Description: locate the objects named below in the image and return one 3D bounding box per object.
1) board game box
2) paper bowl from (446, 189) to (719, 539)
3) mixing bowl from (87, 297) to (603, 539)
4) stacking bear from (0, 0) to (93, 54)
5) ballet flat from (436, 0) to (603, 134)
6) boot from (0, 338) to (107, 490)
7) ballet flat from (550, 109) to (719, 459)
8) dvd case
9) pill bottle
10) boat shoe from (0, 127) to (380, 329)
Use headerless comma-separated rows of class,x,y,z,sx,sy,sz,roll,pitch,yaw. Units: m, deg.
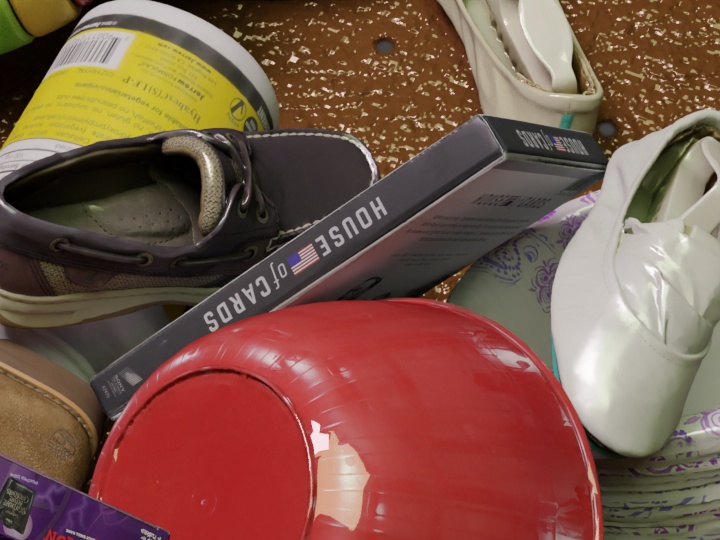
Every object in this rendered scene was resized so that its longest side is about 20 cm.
board game box,-0.172,0.086,0.698,0.120,0.200,0.032,35,61,-31
paper bowl,0.139,0.050,0.871,0.200,0.105,0.201,-12,33,8
mixing bowl,-0.025,0.092,0.719,0.200,0.108,0.201,-13,66,31
stacking bear,-0.165,-0.163,0.964,0.199,0.122,0.114,-14,36,4
ballet flat,0.076,-0.144,1.036,0.069,0.070,0.200,-14,60,-12
boot,-0.202,0.048,0.800,0.199,0.074,0.076,25,44,-9
ballet flat,0.121,-0.007,0.795,0.069,0.070,0.200,15,35,6
dvd case,0.000,0.000,0.844,0.200,0.150,0.025,-34,79,19
pill bottle,-0.123,-0.018,0.921,0.111,0.111,0.200,21,60,10
boat shoe,-0.071,-0.027,0.842,0.199,0.065,0.072,-12,64,-29
